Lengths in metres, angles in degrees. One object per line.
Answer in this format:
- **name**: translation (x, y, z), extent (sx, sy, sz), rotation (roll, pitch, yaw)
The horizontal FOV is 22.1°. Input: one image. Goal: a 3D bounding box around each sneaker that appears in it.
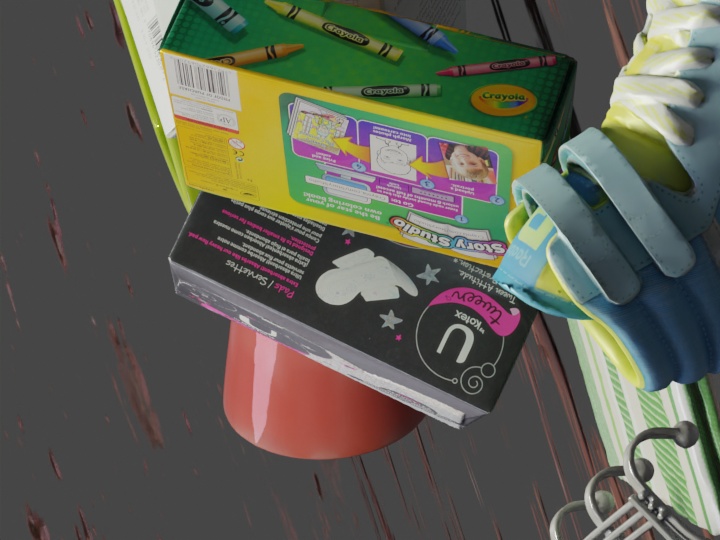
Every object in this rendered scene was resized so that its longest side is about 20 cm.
- **sneaker**: translation (0.092, -0.053, 0.543), extent (0.080, 0.130, 0.200), rotation (-127, 21, -75)

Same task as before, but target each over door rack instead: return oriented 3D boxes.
- **over door rack**: translation (0.168, 0.163, 0.783), extent (0.200, 0.067, 0.148), rotation (57, 164, 13)

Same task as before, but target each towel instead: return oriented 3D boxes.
- **towel**: translation (0.139, 0.046, 0.917), extent (0.200, 0.023, 0.153), rotation (-169, 61, -84)

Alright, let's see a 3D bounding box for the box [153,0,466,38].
- **box**: translation (-0.031, -0.181, 1.025), extent (0.200, 0.152, 0.106), rotation (83, -149, -58)

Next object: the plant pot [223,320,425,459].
- **plant pot**: translation (-0.033, 0.045, 1.695), extent (0.200, 0.200, 0.178), rotation (-118, 21, -57)

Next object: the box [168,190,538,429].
- **box**: translation (0.000, 0.000, 1.077), extent (0.200, 0.115, 0.132), rotation (27, 170, 1)

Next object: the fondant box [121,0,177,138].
- **fondant box**: translation (-0.055, -0.164, 1.210), extent (0.058, 0.200, 0.145), rotation (-35, 68, 44)

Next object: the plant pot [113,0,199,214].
- **plant pot**: translation (-0.103, -0.187, 1.605), extent (0.200, 0.181, 0.199), rotation (-117, 12, -57)

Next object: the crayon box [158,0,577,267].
- **crayon box**: translation (0.004, -0.074, 0.943), extent (0.119, 0.200, 0.058), rotation (87, -159, -58)
